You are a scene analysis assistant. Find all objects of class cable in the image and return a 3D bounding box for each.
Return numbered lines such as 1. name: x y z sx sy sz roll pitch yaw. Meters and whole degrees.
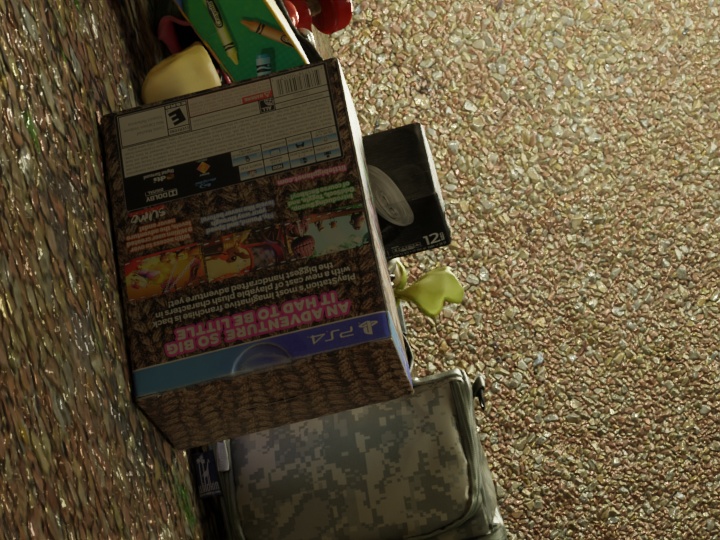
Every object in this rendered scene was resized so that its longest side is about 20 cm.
1. cable: -0.052 -0.209 1.463 0.200 0.050 0.098 -145 -144 -69

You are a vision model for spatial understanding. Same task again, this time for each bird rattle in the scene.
1. bird rattle: 0.005 -0.033 1.530 0.200 0.112 0.164 55 13 -41

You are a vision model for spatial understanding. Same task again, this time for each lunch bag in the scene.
1. lunch bag: -0.002 0.161 1.106 0.139 0.198 0.169 -91 170 -81

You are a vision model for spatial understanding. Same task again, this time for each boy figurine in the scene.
1. boy figurine: -0.108 -0.102 1.262 0.124 0.064 0.200 50 -4 44

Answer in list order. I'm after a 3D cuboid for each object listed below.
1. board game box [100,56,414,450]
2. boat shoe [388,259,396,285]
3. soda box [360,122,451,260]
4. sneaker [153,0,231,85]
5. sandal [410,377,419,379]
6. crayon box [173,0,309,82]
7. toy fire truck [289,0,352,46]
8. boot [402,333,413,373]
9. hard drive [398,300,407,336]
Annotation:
1. board game box: -0.066 -0.010 1.030 0.097 0.158 0.201 67 11 -64
2. boat shoe: 0.000 0.000 1.403 0.072 0.064 0.201 -99 174 -59
3. soda box: -0.041 -0.036 1.139 0.063 0.198 0.071 67 10 -53
4. sneaker: -0.111 -0.161 1.368 0.200 0.079 0.096 52 25 -29
5. sandal: 0.035 0.192 1.422 0.083 0.049 0.204 108 -2 -75
6. crayon box: -0.120 -0.232 1.217 0.200 0.058 0.119 54 6 -36
7. toy fire truck: -0.109 -0.310 1.706 0.167 0.112 0.201 14 -54 54
8. boot: -0.009 0.132 1.379 0.182 0.072 0.201 -95 -165 -63
9. hard drive: -0.022 0.013 1.706 0.033 0.139 0.201 20 46 -38
